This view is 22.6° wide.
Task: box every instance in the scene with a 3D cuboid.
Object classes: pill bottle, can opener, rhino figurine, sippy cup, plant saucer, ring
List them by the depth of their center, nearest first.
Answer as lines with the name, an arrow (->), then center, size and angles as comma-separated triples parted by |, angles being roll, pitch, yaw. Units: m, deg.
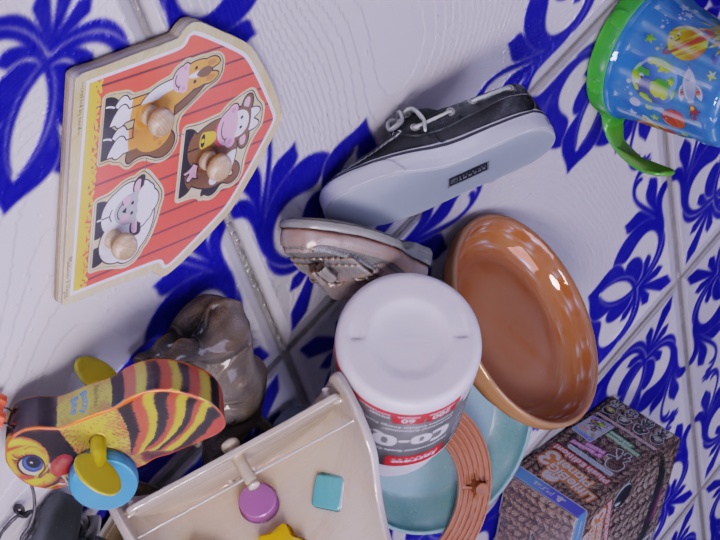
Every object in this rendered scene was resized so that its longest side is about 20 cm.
can opener -> -0.220, 0.259, 1.282 | 0.066, 0.201, 0.053 | 25, 141, -31
rhino figurine -> -0.108, 0.092, 1.368 | 0.087, 0.060, 0.200 | -42, 148, -20
pill bottle -> 0.031, 0.091, 1.446 | 0.114, 0.114, 0.200 | -46, 166, -20
ring -> 0.034, 0.206, 1.591 | 0.200, 0.019, 0.201 | -8, 107, -27
plant saucer -> 0.136, 0.049, 1.601 | 0.037, 0.201, 0.200 | -26, 169, 36
plant saucer -> 0.064, 0.137, 1.620 | 0.199, 0.036, 0.201 | -8, 107, -28
sippy cup -> 0.297, -0.180, 1.643 | 0.140, 0.130, 0.178 | -43, 146, -25

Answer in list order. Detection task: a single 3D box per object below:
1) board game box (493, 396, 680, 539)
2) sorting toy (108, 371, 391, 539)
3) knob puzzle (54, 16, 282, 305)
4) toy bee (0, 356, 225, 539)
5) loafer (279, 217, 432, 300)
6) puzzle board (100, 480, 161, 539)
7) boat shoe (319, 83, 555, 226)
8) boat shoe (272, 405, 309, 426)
board game box -> 0.246, 0.263, 1.996 | 0.200, 0.097, 0.160 | -29, 139, -40
sorting toy -> -0.058, 0.209, 1.350 | 0.199, 0.180, 0.107 | -28, 161, -7
knob puzzle -> -0.119, -0.078, 1.228 | 0.219, 0.030, 0.220 | -36, 142, -34
toy bee -> -0.195, 0.116, 1.216 | 0.200, 0.131, 0.109 | -44, 123, -4
loafer -> 0.000, 0.000, 1.418 | 0.200, 0.072, 0.063 | 13, 83, -61
puzzle board -> -0.171, 0.250, 1.458 | 0.151, 0.017, 0.200 | -57, 149, -1
boat shoe -> 0.053, -0.097, 1.422 | 0.199, 0.068, 0.074 | -23, 152, -9
boat shoe -> -0.079, 0.198, 1.464 | 0.200, 0.073, 0.067 | -49, 158, -40
